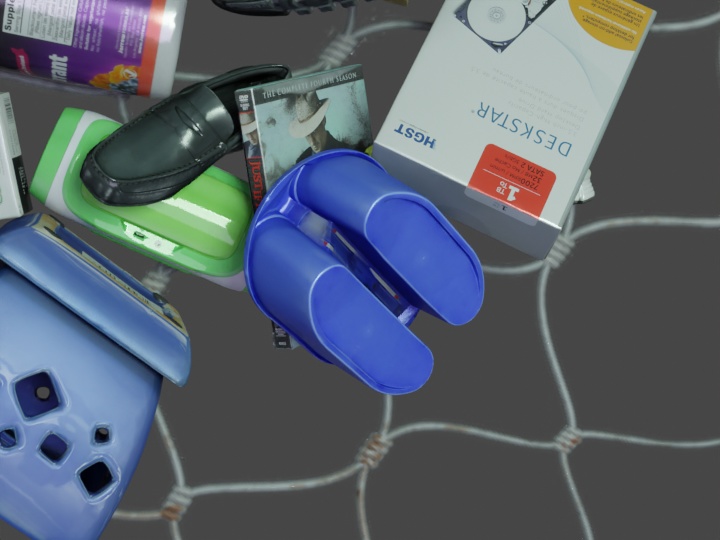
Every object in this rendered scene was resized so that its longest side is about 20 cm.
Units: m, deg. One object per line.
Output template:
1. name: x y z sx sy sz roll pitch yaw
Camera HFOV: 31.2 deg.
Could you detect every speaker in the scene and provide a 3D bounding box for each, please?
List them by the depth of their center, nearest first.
1. speaker: -0.155 -0.054 1.024 0.199 0.088 0.089 24 96 -12

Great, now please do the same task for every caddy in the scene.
1. caddy: 0.000 0.000 0.968 0.142 0.105 0.200 -52 135 -7

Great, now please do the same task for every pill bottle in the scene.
1. pill bottle: -0.232 -0.201 0.971 0.198 0.111 0.113 10 99 -10

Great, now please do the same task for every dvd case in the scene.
1. dvd case: -0.033 -0.054 1.025 0.022 0.146 0.202 -1 103 37

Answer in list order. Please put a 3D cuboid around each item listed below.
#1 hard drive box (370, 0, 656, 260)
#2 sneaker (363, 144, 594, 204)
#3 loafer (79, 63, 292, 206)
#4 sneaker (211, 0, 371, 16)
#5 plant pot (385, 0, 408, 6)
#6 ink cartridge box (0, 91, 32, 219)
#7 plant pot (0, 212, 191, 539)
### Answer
1. hard drive box: 0.117 -0.135 0.999 0.155 0.077 0.201 24 73 4
2. sneaker: 0.096 -0.100 1.063 0.198 0.078 0.091 1 93 -15
3. loafer: -0.127 -0.109 0.974 0.068 0.071 0.200 47 47 11
4. sneaker: -0.006 -0.234 0.831 0.198 0.075 0.117 -10 92 0
5. plant pot: -0.034 -0.313 0.946 0.175 0.200 0.202 9 99 0
6. ink cartridge box: -0.361 -0.077 1.003 0.198 0.037 0.096 -8 101 4
7. plant pot: -0.239 0.072 0.982 0.199 0.200 0.180 37 87 -12
